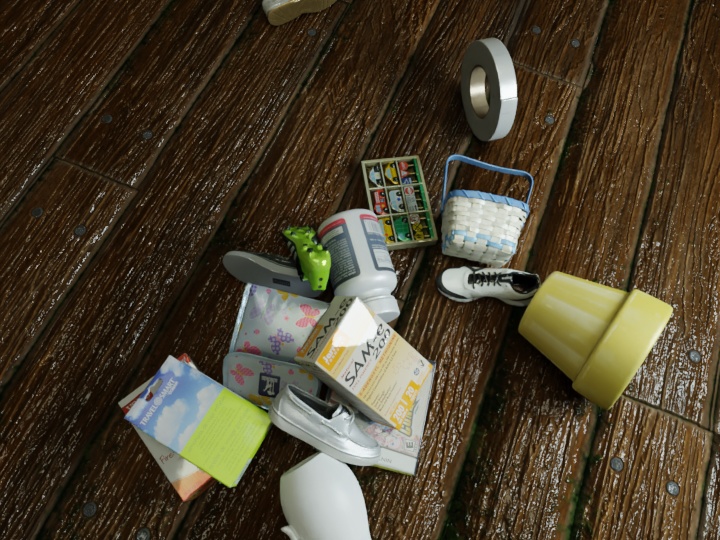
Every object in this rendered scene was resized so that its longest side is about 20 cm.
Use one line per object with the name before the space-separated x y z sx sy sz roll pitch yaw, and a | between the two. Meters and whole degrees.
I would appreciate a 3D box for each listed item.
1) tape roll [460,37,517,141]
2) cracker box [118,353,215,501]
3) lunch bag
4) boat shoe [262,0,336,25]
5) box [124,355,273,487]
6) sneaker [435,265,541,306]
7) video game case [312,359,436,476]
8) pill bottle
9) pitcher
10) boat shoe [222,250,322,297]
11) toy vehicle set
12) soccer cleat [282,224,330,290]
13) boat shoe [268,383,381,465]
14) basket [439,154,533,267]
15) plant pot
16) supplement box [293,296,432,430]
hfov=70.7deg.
tape roll | 0.262 -0.372 1.052 0.037 0.203 0.203 -12 70 -8
cracker box | -0.290 0.260 0.856 0.134 0.058 0.200 -38 74 -16
lunch bag | -0.135 0.140 0.876 0.169 0.127 0.201 15 83 4
boat shoe | -0.141 -0.660 1.216 0.199 0.071 0.069 -24 73 -10
box | -0.252 0.238 0.810 0.200 0.048 0.122 29 69 7
sneaker | 0.244 0.019 0.964 0.199 0.080 0.074 4 70 0
video game case | 0.028 0.237 0.897 0.180 0.026 0.201 14 69 3
pill bottle | 0.000 0.000 0.939 0.119 0.120 0.201 -13 70 -8
pitcher | -0.061 0.397 0.772 0.171 0.121 0.200 -23 77 -34
boat shoe | -0.160 -0.001 0.967 0.199 0.069 0.057 16 41 4
toy vehicle set | 0.077 -0.140 1.046 0.124 0.027 0.201 -8 69 -6
soccer cleat | -0.101 -0.028 0.919 0.067 0.200 0.081 -3 112 -19
boat shoe | -0.046 0.243 0.816 0.200 0.072 0.069 30 102 -3
basket | 0.234 -0.119 0.983 0.176 0.139 0.201 15 77 2
plant pot | 0.390 0.103 0.880 0.189 0.201 0.201 32 70 27
supplement box | 0.010 0.150 0.824 0.200 0.073 0.126 43 66 -25
